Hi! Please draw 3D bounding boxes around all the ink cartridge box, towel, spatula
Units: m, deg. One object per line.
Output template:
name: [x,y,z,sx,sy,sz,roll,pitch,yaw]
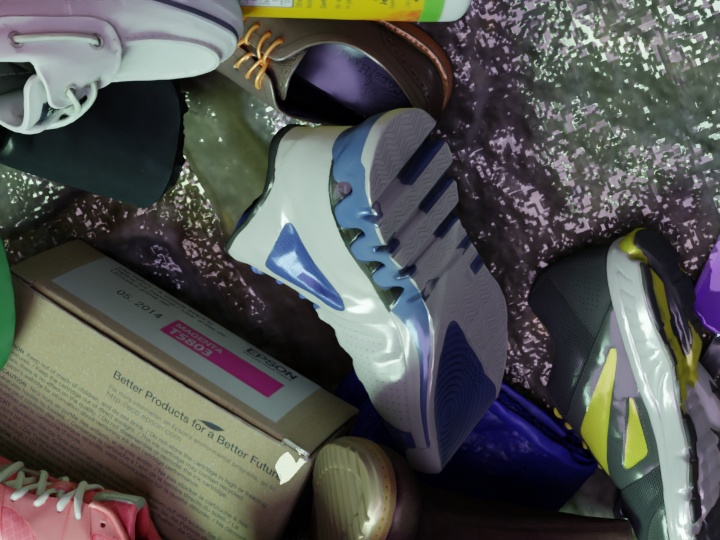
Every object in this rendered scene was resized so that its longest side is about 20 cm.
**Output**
ink cartridge box: [-0.122,0.104,0.819,0.200,0.075,0.165,31,115,13]
towel: [0.025,0.136,0.852,0.147,0.050,0.200,35,114,-7]
spatula: [0.187,0.065,0.809,0.056,0.021,0.201,28,119,13]

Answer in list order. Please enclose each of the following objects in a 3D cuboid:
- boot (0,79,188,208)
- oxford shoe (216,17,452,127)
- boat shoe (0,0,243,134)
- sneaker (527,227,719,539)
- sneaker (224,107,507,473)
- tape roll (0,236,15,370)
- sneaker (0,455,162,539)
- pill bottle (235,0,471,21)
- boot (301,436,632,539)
boot: [-0.155,-0.061,0.685,0.168,0.201,0.076,18,136,-37]
oxford shoe: [-0.047,-0.122,0.732,0.199,0.073,0.072,22,116,-2]
boat shoe: [-0.139,-0.087,0.605,0.199,0.067,0.074,-1,161,-29]
sneaker: [0.148,0.078,0.788,0.084,0.074,0.201,-9,95,38]
sneaker: [0.000,-0.001,0.747,0.115,0.081,0.200,12,133,38]
tape roll: [-0.262,-0.019,0.769,0.200,0.048,0.201,26,131,34]
sneaker: [-0.153,0.135,0.772,0.200,0.074,0.087,41,108,0]
pill bottle: [-0.048,-0.173,0.670,0.199,0.111,0.112,1,115,-4]
boot: [0.059,0.129,0.745,0.165,0.073,0.200,-1,158,-9]
